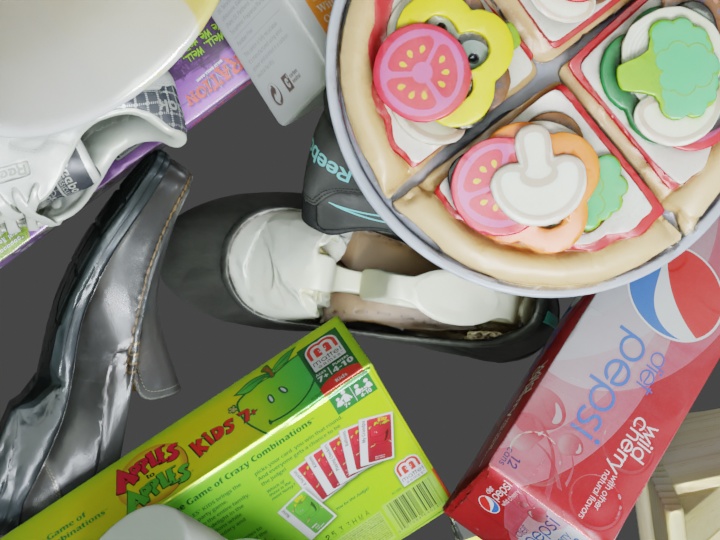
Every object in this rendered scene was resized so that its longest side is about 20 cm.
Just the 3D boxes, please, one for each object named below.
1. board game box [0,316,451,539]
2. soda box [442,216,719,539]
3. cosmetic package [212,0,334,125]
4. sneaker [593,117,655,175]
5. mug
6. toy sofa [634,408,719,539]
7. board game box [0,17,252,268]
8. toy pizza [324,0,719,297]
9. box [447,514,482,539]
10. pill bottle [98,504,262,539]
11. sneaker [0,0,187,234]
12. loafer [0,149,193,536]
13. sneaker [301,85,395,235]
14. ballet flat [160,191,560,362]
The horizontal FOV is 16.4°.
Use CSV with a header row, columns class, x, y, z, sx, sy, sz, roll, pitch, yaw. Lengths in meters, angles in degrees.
class,x,y,z,sx,sy,sz,roll,pitch,yaw
board game box,-0.065,0.121,1.177,0.199,0.048,0.102,-33,126,-3
soda box,0.120,0.047,1.161,0.070,0.063,0.200,35,58,-1
cosmetic package,-0.041,-0.184,1.186,0.101,0.071,0.201,-32,88,-28
sneaker,0.100,-0.121,1.175,0.071,0.080,0.201,-16,65,-7
mug,-0.142,-0.170,1.107,0.186,0.150,0.153,-25,57,-24
toy sofa,0.233,0.111,1.204,0.199,0.098,0.083,-12,113,-2
board game box,-0.140,-0.101,1.218,0.200,0.032,0.120,-36,86,-3
toy pizza,0.084,-0.089,1.088,0.199,0.032,0.202,0,87,-8
box,0.095,0.203,1.192,0.050,0.075,0.201,-19,90,-1
pill bottle,-0.035,0.192,1.128,0.200,0.114,0.115,34,87,-30
sneaker,-0.178,-0.048,1.158,0.199,0.076,0.081,-32,75,-1
loafer,-0.119,0.041,1.197,0.072,0.073,0.201,24,97,-9
sneaker,0.054,-0.052,1.180,0.199,0.075,0.080,3,123,-36
ballet flat,0.000,0.000,1.198,0.198,0.068,0.069,8,87,-1
